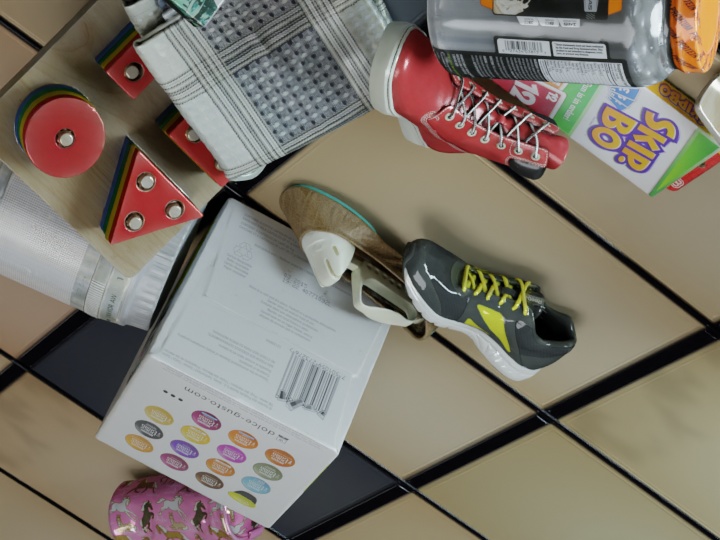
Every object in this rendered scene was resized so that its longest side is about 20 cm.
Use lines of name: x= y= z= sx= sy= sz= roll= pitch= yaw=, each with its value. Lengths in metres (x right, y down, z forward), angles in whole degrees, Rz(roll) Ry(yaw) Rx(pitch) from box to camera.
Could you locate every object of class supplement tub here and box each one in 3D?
supplement tub: x=0.158 y=-0.198 z=1.339 sx=0.199 sy=0.123 sz=0.123 roll=5 pitch=140 yaw=21

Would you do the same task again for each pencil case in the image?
pencil case: x=-0.204 y=0.286 z=2.166 sx=0.199 sy=0.083 sz=0.087 roll=-11 pitch=132 yaw=36

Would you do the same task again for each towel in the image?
towel: x=-0.070 y=-0.182 z=1.480 sx=0.192 sy=0.035 sz=0.200 roll=-26 pitch=127 yaw=9

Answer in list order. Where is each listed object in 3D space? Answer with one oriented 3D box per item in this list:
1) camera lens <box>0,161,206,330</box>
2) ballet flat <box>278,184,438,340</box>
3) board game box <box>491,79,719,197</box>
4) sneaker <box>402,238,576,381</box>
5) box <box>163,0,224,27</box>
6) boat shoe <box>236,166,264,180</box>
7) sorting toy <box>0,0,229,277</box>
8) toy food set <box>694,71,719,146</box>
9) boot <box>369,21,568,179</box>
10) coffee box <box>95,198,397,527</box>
camera lens: x=-0.260 y=-0.049 z=1.711 sx=0.199 sy=0.160 sz=0.160 roll=24 pitch=144 yaw=-2
ballet flat: x=0.000 y=0.000 z=1.710 sx=0.200 sy=0.073 sz=0.068 roll=38 pitch=141 yaw=-19
board game box: x=0.206 y=-0.132 z=1.480 sx=0.199 sy=0.030 sz=0.095 roll=32 pitch=143 yaw=-16
sneaker: x=0.122 y=0.024 z=1.689 sx=0.084 sy=0.075 sz=0.200 roll=-25 pitch=132 yaw=38
box: x=-0.152 y=-0.299 z=1.362 sx=0.200 sy=0.145 sz=0.036 roll=38 pitch=173 yaw=-20
boat shoe: x=-0.171 y=-0.145 z=1.632 sx=0.200 sy=0.076 sz=0.060 roll=32 pitch=-178 yaw=-26
sorting toy: x=-0.190 y=-0.118 z=1.559 sx=0.200 sy=0.199 sz=0.070 roll=45 pitch=179 yaw=-28
toy food set: x=0.372 y=-0.109 z=1.390 sx=0.199 sy=0.061 sz=0.144 roll=-17 pitch=129 yaw=40
boot: x=0.091 y=-0.130 z=1.445 sx=0.144 sy=0.073 sz=0.200 roll=21 pitch=174 yaw=20
coffee box: x=-0.109 y=0.092 z=1.775 sx=0.199 sy=0.201 sz=0.198 roll=29 pitch=144 yaw=-8
